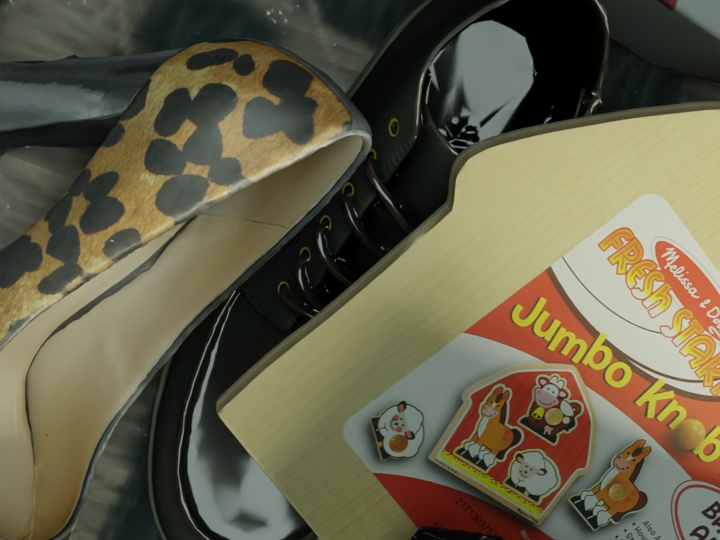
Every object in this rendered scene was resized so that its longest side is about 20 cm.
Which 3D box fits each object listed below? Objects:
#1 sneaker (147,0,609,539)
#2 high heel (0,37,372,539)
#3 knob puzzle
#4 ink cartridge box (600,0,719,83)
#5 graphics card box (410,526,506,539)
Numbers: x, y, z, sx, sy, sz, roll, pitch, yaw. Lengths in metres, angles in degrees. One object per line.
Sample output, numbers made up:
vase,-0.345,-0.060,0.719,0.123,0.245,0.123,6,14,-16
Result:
sneaker,0.000,0.000,0.783,0.075,0.106,0.200,28,86,-6
high heel,-0.067,0.033,0.761,0.143,0.071,0.200,1,83,34
knob puzzle,0.089,0.038,0.761,0.220,0.030,0.220,-2,107,-6
ink cartridge box,0.106,-0.171,0.782,0.146,0.083,0.200,29,86,-34
graphics card box,0.089,0.158,0.730,0.200,0.051,0.126,23,80,-19
